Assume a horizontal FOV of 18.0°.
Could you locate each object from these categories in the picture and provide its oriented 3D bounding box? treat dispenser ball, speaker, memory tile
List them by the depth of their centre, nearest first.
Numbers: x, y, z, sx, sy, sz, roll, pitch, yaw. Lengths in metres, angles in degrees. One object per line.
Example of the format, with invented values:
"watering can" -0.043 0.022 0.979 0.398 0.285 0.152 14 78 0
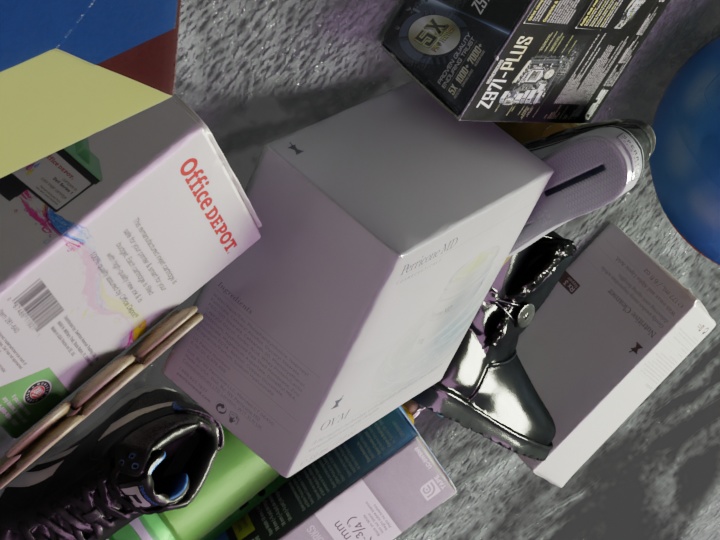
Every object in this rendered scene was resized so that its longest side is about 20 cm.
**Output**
"memory tile" -0.175 0.084 1.444 0.153 0.017 0.200 -41 -178 -19
"speaker" -0.101 0.133 1.646 0.200 0.088 0.089 -38 153 -11
"treat dispenser ball" 0.327 -0.093 1.783 0.200 0.201 0.202 -33 151 -21

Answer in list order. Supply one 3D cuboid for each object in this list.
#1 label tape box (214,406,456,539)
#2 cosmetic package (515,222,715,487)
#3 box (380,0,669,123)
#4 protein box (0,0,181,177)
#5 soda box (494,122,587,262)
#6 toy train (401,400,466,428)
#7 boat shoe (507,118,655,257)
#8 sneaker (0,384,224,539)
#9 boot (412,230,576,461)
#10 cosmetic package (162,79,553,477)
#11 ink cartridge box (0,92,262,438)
"label tape box" -0.042 0.172 1.689 0.199 0.144 0.063 -36 115 0
"cosmetic package" 0.192 0.073 1.937 0.200 0.113 0.081 -47 154 2
"box" 0.133 -0.200 1.490 0.163 0.086 0.201 -5 134 -52
"protein box" -0.211 -0.145 0.969 0.198 0.200 0.135 -28 149 -28
"soda box" 0.088 -0.042 1.665 0.200 0.068 0.064 -50 165 12
"toy train" 0.051 0.096 1.835 0.199 0.056 0.151 -22 146 -36
"boat shoe" 0.122 -0.053 1.585 0.199 0.073 0.071 -16 -174 37
"sneaker" -0.179 0.154 1.527 0.200 0.112 0.073 -43 112 -16
"boot" 0.126 0.050 1.793 0.200 0.076 0.169 29 92 -48
"cosmetic package" 0.000 0.000 1.517 0.199 0.123 0.201 -29 151 -51
"ink cartridge box" -0.171 -0.015 1.337 0.200 0.084 0.145 -40 153 -7
